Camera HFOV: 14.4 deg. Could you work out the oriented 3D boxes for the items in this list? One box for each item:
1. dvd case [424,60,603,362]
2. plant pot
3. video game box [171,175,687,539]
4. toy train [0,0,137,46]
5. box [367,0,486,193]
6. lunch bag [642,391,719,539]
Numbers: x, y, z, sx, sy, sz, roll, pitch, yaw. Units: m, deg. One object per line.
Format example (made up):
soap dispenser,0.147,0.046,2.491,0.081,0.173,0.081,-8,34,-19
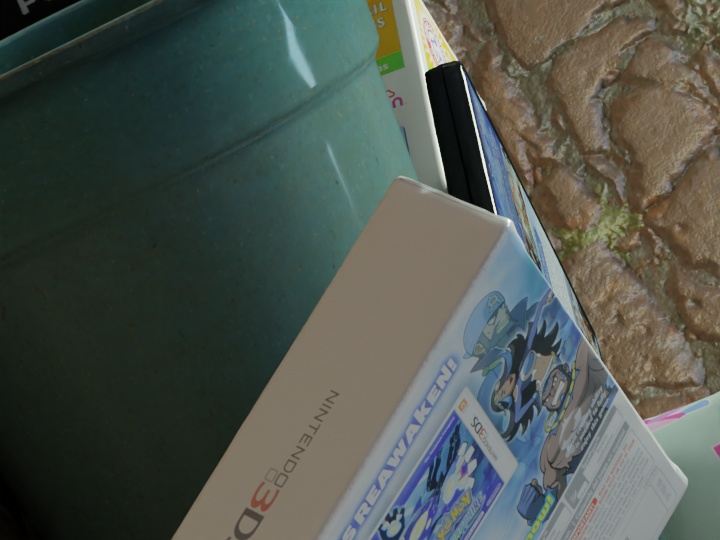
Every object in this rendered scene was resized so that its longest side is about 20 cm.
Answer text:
dvd case,0.070,0.033,1.057,0.200,0.017,0.143,59,16,-53
plant pot,-0.054,0.010,0.911,0.200,0.199,0.197,-101,166,-80
video game box,0.005,0.102,0.802,0.047,0.201,0.182,24,-15,29
toy train,-0.088,-0.083,1.057,0.085,0.199,0.114,62,0,36
box,0.000,0.000,1.120,0.101,0.112,0.201,52,23,-52
lunch bag,0.148,0.135,1.031,0.200,0.077,0.161,57,12,-60
